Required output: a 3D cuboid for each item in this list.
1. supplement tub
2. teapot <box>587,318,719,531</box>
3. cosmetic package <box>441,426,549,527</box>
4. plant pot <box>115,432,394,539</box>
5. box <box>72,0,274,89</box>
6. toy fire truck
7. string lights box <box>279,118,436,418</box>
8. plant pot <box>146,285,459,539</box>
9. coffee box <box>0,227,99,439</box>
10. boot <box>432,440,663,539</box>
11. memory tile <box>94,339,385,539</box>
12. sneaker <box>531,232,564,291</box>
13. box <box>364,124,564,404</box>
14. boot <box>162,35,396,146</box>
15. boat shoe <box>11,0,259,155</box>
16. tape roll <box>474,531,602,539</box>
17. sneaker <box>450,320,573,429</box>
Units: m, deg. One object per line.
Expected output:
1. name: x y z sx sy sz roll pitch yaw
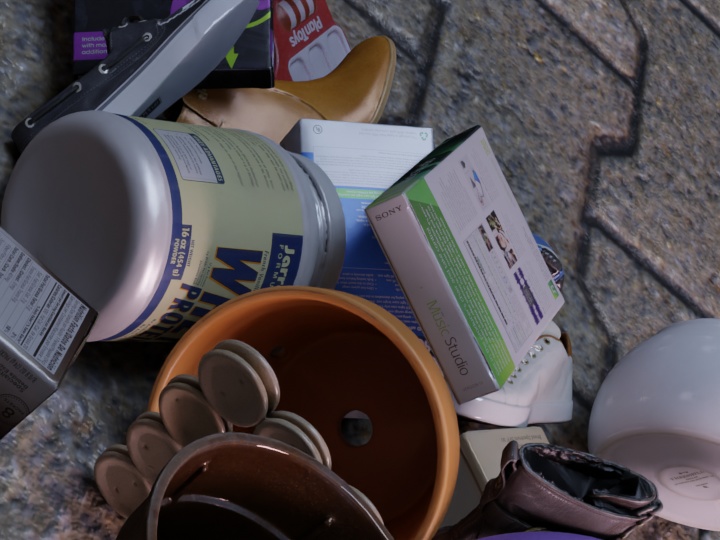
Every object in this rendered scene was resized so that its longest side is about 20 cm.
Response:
1. supplement tub: -0.118 -0.025 1.489 0.199 0.145 0.146 4 55 -49
2. teapot: 0.280 0.103 1.794 0.198 0.198 0.147 71 34 -56
3. cosmetic package: 0.120 0.216 1.618 0.103 0.073 0.201 0 57 -51
4. plant pot: -0.094 0.223 1.224 0.200 0.198 0.201 33 36 -28
5. box: -0.134 -0.226 1.637 0.141 0.036 0.202 -2 67 -1
6. toy fire truck: -0.077 -0.191 1.758 0.169 0.111 0.200 64 31 -14
7. string lights box: 0.000 0.000 1.600 0.102 0.059 0.202 4 74 -18
8. plant pot: -0.022 0.108 1.457 0.201 0.199 0.140 56 15 8
9. coffee box: -0.265 0.011 1.303 0.200 0.113 0.080 43 33 -15
10. boot: 0.135 0.184 1.460 0.199 0.174 0.070 22 47 -26
11. memory tile: -0.074 0.134 1.340 0.154 0.200 0.017 50 49 2
12. sneaker: 0.051 -0.004 1.695 0.198 0.076 0.077 7 20 1
13. box: 0.074 -0.008 1.549 0.145 0.036 0.200 64 22 -7
14. boot: -0.066 -0.124 1.670 0.144 0.071 0.202 35 65 -20
15. boat shoe: -0.156 -0.138 1.551 0.066 0.200 0.070 43 -9 10
16. tape roll: 0.108 0.259 1.439 0.199 0.200 0.085 31 36 -29
17. sneaker: 0.106 0.073 1.708 0.200 0.072 0.086 0 97 -66
